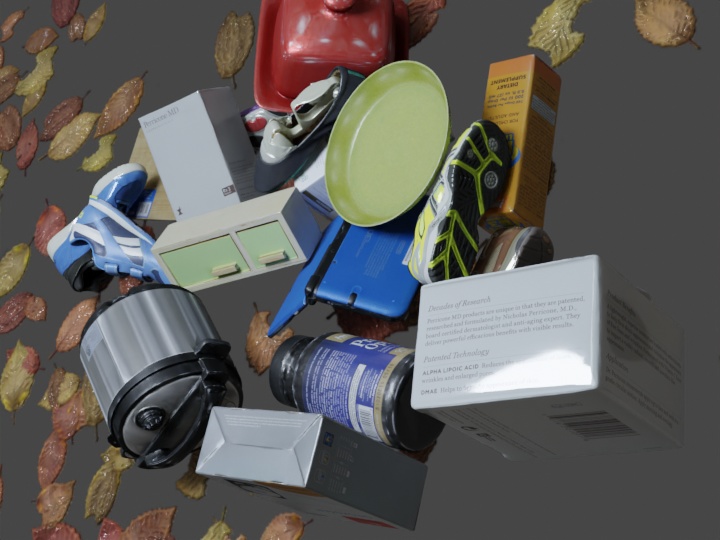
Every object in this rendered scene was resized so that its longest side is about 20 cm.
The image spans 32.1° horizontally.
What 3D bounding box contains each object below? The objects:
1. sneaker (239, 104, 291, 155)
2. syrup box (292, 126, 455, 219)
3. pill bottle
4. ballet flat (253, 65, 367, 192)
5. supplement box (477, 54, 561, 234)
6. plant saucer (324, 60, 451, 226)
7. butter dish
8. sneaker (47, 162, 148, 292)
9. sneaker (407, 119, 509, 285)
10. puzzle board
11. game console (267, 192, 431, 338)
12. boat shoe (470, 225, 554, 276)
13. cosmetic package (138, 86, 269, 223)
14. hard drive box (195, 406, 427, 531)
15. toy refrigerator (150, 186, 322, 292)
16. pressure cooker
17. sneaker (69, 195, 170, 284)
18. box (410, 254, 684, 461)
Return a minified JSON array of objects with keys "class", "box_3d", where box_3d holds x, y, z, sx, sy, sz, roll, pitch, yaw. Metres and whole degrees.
[{"class":"sneaker","box_3d":[-0.111,-0.211,1.694,0.200,0.081,0.083,-13,30,21]},{"class":"syrup box","box_3d":[0.010,-0.156,1.564,0.200,0.081,0.079,-33,48,23]},{"class":"pill bottle","box_3d":[-0.005,0.130,1.410,0.200,0.112,0.112,10,75,40]},{"class":"ballet flat","box_3d":[-0.075,-0.179,1.542,0.200,0.073,0.073,-41,49,15]},{"class":"supplement box","box_3d":[0.178,-0.143,1.436,0.067,0.069,0.200,-6,67,38]},{"class":"plant saucer","box_3d":[0.037,-0.143,1.446,0.200,0.031,0.200,-19,62,42]},{"class":"butter dish","box_3d":[-0.031,-0.308,1.585,0.199,0.148,0.200,5,64,-4]},{"class":"sneaker","box_3d":[-0.359,-0.054,1.798,0.200,0.077,0.111,-44,61,12]},{"class":"sneaker","box_3d":[0.100,-0.077,1.377,0.076,0.075,0.200,2,65,58]},{"class":"puzzle board","box_3d":[-0.273,-0.141,1.825,0.200,0.017,0.151,3,71,40]},{"class":"game console","box_3d":[0.000,0.000,1.489,0.171,0.118,0.200,16,49,13]},{"class":"boat shoe","box_3d":[0.139,0.039,1.376,0.072,0.076,0.200,18,71,46]},{"class":"cosmetic package","box_3d":[-0.199,-0.131,1.652,0.113,0.081,0.200,-21,93,30]},{"class":"hard drive box","box_3d":[-0.049,0.213,1.343,0.156,0.200,0.077,-1,68,39]},{"class":"toy refrigerator","box_3d":[-0.157,-0.034,1.569,0.200,0.076,0.070,-14,28,27]},{"class":"pressure cooker","box_3d":[-0.242,0.139,1.544,0.179,0.176,0.200,-22,51,-14]},{"class":"sneaker","box_3d":[-0.314,-0.018,1.718,0.200,0.074,0.082,37,84,15]},{"class":"box","box_3d":[0.186,0.093,1.219,0.200,0.199,0.131,-11,61,35]}]
